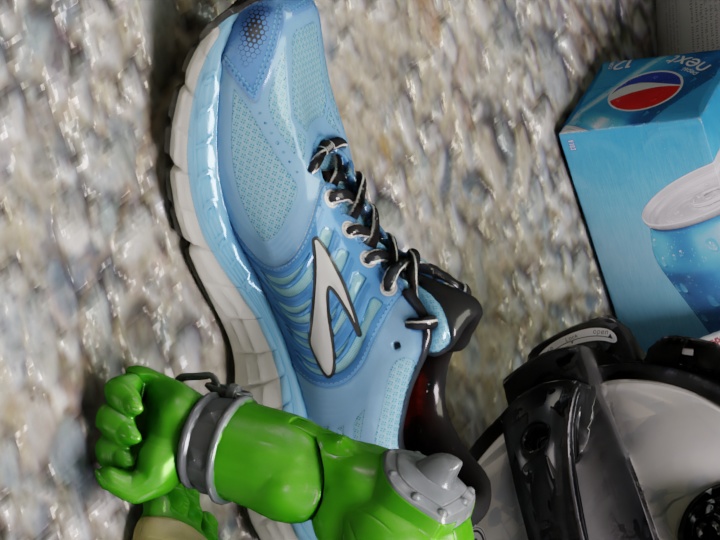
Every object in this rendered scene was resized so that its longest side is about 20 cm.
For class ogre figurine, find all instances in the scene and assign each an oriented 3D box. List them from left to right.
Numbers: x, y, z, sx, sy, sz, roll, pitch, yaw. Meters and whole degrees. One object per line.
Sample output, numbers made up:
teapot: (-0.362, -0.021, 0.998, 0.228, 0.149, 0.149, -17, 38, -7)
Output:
ogre figurine: (-0.012, 0.130, 0.867, 0.098, 0.119, 0.201, 16, 72, -61)

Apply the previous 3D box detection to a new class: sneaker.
sneaker: (0.000, 0.000, 0.942, 0.078, 0.090, 0.201, -38, 118, -58)

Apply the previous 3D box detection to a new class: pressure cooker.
pressure cooker: (0.120, 0.120, 1.051, 0.200, 0.176, 0.179, 19, 98, -57)

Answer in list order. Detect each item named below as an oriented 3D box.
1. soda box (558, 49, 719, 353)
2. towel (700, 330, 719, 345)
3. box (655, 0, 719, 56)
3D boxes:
soda box: (0.152, 0.006, 1.254, 0.064, 0.068, 0.201, -56, 134, -49)
towel: (0.179, 0.110, 1.238, 0.146, 0.030, 0.201, -20, 113, -18)
box: (0.226, -0.127, 1.243, 0.124, 0.200, 0.098, 0, 85, -21)
